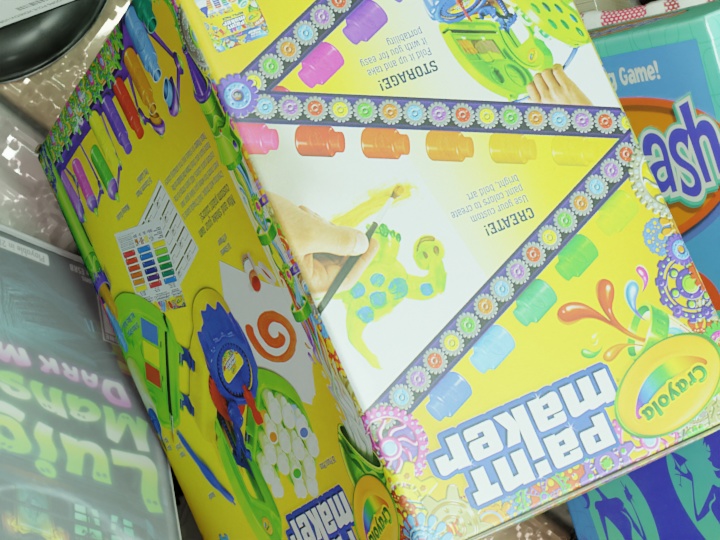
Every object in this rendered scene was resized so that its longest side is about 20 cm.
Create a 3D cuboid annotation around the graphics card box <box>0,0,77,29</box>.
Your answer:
[{"bbox_3d":[-0.163,-0.126,0.775,0.199,0.051,0.126,-18,71,27],"label":"graphics card box"}]

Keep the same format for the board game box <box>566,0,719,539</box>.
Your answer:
[{"bbox_3d":[0.109,0.016,0.819,0.045,0.152,0.201,-21,97,-30],"label":"board game box"}]

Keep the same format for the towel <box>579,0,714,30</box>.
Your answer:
[{"bbox_3d":[0.095,-0.023,0.893,0.030,0.199,0.147,-29,108,-54],"label":"towel"}]

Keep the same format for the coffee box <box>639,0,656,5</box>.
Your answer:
[{"bbox_3d":[0.156,-0.128,0.945,0.079,0.113,0.201,-20,96,-13],"label":"coffee box"}]

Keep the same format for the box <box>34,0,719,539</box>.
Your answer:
[{"bbox_3d":[0.000,0.000,0.811,0.121,0.200,0.194,-21,83,-22],"label":"box"}]

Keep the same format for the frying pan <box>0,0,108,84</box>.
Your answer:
[{"bbox_3d":[-0.111,-0.116,0.935,0.189,0.031,0.116,18,88,-8],"label":"frying pan"}]

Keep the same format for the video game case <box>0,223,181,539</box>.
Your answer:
[{"bbox_3d":[-0.149,0.038,0.835,0.199,0.182,0.023,24,124,-32],"label":"video game case"}]

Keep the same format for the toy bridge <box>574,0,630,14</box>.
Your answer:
[{"bbox_3d":[0.087,-0.093,0.907,0.027,0.199,0.068,-25,103,-52],"label":"toy bridge"}]

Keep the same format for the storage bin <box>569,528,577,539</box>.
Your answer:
[{"bbox_3d":[0.151,0.141,0.960,0.134,0.094,0.201,20,88,-12],"label":"storage bin"}]

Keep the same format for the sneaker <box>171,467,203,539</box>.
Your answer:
[{"bbox_3d":[-0.044,0.145,0.939,0.104,0.060,0.201,23,92,-10],"label":"sneaker"}]
